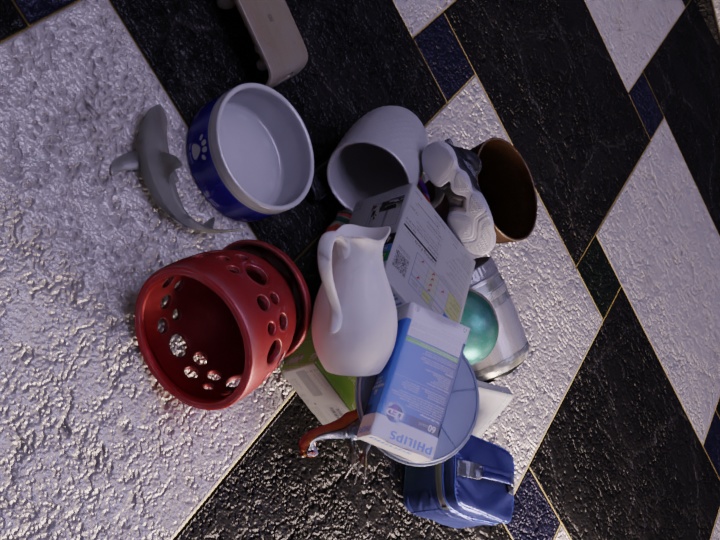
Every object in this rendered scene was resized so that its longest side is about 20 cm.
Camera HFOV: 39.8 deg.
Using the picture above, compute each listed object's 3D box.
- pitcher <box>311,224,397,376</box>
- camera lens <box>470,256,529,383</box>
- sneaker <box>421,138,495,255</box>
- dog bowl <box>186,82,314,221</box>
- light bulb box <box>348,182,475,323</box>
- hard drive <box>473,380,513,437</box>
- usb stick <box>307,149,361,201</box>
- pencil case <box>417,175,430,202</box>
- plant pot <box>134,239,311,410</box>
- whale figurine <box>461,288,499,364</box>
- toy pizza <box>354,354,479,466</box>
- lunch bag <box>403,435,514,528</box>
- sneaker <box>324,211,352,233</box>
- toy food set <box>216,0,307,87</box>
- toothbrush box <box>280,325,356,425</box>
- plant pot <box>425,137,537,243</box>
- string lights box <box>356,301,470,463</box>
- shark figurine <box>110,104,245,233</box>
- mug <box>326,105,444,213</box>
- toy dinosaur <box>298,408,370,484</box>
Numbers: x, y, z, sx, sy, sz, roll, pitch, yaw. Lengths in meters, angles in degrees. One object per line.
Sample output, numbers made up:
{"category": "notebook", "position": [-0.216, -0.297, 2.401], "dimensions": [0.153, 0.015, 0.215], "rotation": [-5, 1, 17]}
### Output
{"category": "pitcher", "position": [-0.018, 0.042, 1.359], "dimensions": [0.171, 0.120, 0.203], "rotation": [-10, 103, -64]}
{"category": "camera lens", "position": [0.205, 0.095, 1.796], "dimensions": [0.159, 0.159, 0.202], "rotation": [-31, 100, -48]}
{"category": "sneaker", "position": [0.178, -0.130, 1.648], "dimensions": [0.202, 0.075, 0.114], "rotation": [62, 29, -5]}
{"category": "dog bowl", "position": [-0.167, -0.180, 1.530], "dimensions": [0.199, 0.078, 0.203], "rotation": [19, 63, -43]}
{"category": "light bulb box", "position": [0.067, 0.010, 1.568], "dimensions": [0.198, 0.124, 0.201], "rotation": [48, 44, -30]}
{"category": "hard drive", "position": [0.167, 0.245, 1.739], "dimensions": [0.199, 0.132, 0.027], "rotation": [18, 27, -44]}
{"category": "usb stick", "position": [-0.036, -0.181, 1.714], "dimensions": [0.200, 0.032, 0.056], "rotation": [-44, 117, -46]}
{"category": "pencil case", "position": [0.091, -0.107, 1.746], "dimensions": [0.088, 0.088, 0.201], "rotation": [33, 32, -37]}
{"category": "plant pot", "position": [-0.178, 0.066, 1.356], "dimensions": [0.182, 0.199, 0.203], "rotation": [-29, 99, -57]}
{"category": "whale figurine", "position": [0.135, 0.110, 1.679], "dimensions": [0.161, 0.198, 0.104], "rotation": [70, 20, -8]}
{"category": "toy pizza", "position": [0.082, 0.185, 1.461], "dimensions": [0.198, 0.032, 0.203], "rotation": [5, 75, -19]}
{"category": "lunch bag", "position": [0.184, 0.364, 1.706], "dimensions": [0.199, 0.131, 0.138], "rotation": [26, 60, -40]}
{"category": "sneaker", "position": [0.000, 0.000, 1.682], "dimensions": [0.094, 0.070, 0.200], "rotation": [-50, 118, -25]}
{"category": "toy food set", "position": [-0.169, -0.402, 1.627], "dimensions": [0.202, 0.060, 0.144], "rotation": [65, 30, -12]}
{"category": "toothbrush box", "position": [-0.018, 0.137, 1.591], "dimensions": [0.146, 0.085, 0.201], "rotation": [55, 43, -21]}
{"category": "plant pot", "position": [0.191, -0.122, 1.820], "dimensions": [0.186, 0.199, 0.189], "rotation": [18, 64, -43]}
{"category": "string lights box", "position": [0.076, 0.159, 1.415], "dimensions": [0.102, 0.059, 0.202], "rotation": [24, 70, -14]}
{"category": "shark figurine", "position": [-0.260, -0.125, 1.405], "dimensions": [0.128, 0.089, 0.216], "rotation": [-41, 107, -45]}
{"category": "mug", "position": [0.060, -0.179, 1.674], "dimensions": [0.199, 0.148, 0.176], "rotation": [38, 41, -8]}
{"category": "toy dinosaur", "position": [-0.002, 0.231, 1.497], "dimensions": [0.179, 0.105, 0.202], "rotation": [10, 66, -15]}
